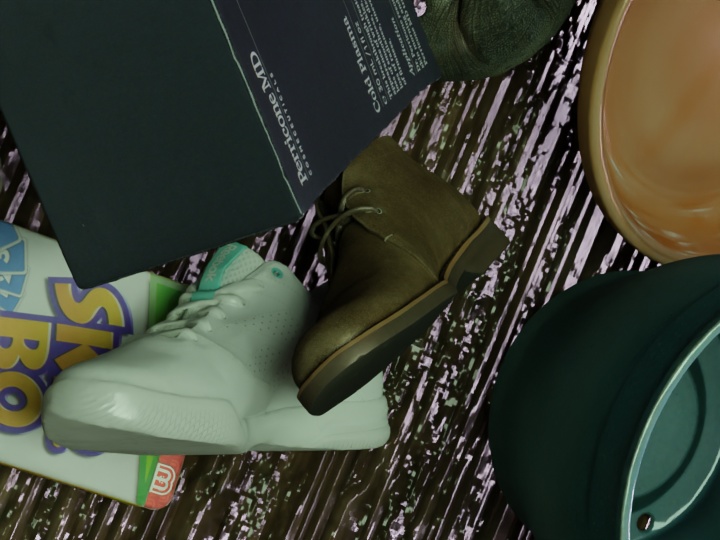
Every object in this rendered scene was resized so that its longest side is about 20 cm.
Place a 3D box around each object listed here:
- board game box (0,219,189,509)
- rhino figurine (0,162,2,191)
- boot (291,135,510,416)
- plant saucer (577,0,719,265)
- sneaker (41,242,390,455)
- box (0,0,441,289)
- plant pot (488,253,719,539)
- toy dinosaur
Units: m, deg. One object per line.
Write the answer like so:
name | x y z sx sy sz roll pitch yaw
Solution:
board game box | -0.151 0.029 1.202 0.199 0.030 0.096 20 84 -27
rhino figurine | -0.204 0.006 1.110 0.087 0.060 0.201 0 127 -36
boot | 0.000 0.000 1.198 0.074 0.200 0.076 -38 94 22
plant saucer | 0.171 -0.097 1.305 0.199 0.037 0.201 -18 124 -30
sneaker | -0.061 0.031 1.194 0.200 0.075 0.089 3 86 -57
box | -0.073 -0.125 1.137 0.201 0.104 0.182 67 24 -12
plant pot | 0.153 0.082 1.249 0.199 0.188 0.201 -4 101 -24
toy dinosaur | 0.061 -0.134 1.264 0.102 0.077 0.200 42 73 -13
